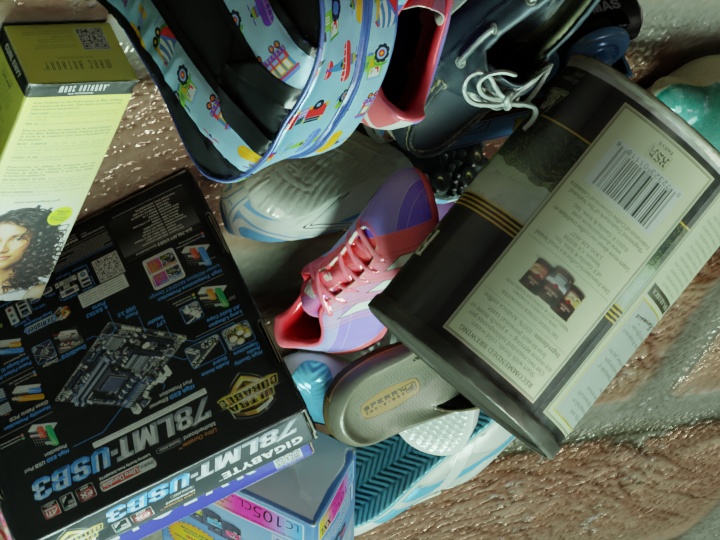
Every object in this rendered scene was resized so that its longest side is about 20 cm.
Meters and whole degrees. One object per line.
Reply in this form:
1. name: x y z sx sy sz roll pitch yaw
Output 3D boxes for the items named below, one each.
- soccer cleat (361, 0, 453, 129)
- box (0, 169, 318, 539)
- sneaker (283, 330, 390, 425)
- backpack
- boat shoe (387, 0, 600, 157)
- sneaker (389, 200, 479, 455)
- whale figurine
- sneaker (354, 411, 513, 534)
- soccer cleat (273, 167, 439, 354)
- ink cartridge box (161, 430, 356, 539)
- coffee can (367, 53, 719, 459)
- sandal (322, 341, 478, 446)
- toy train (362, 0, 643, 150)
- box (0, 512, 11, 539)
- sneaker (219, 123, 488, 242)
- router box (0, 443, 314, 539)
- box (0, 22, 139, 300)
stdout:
1. soccer cleat: 0.031 -0.179 1.462 0.068 0.073 0.202 8 98 -29
2. box: -0.155 0.062 1.625 0.199 0.199 0.050 -27 150 -4
3. sneaker: -0.018 0.069 1.825 0.076 0.081 0.200 14 175 9
4. backpack: -0.044 -0.152 1.394 0.134 0.201 0.183 1 138 -36
5. boat shoe: 0.084 -0.129 1.510 0.075 0.062 0.200 3 138 -45
6. sneaker: 0.065 0.027 1.812 0.114 0.072 0.202 -55 150 -50
7. whale figurine: 0.219 -0.070 1.820 0.199 0.104 0.160 -20 149 -14
8. sneaker: 0.042 0.152 2.023 0.199 0.077 0.081 -32 151 9
9. soccer cleat: 0.000 0.000 1.665 0.076 0.067 0.200 -11 158 -21
10. ink cartridge box: -0.076 0.183 1.918 0.077 0.136 0.201 -58 163 -29
11. coffee can: 0.122 -0.008 1.566 0.200 0.146 0.146 -50 149 -4
12. sandal: 0.068 0.060 1.724 0.199 0.055 0.082 -28 122 -10
13. toy train: 0.085 -0.130 1.647 0.199 0.087 0.115 -15 153 -22
14. box: -0.170 0.104 1.776 0.199 0.095 0.103 -21 149 -11
15. sneaker: -0.005 -0.063 1.701 0.199 0.072 0.072 -11 172 -32
16. router box: -0.156 0.081 1.672 0.199 0.180 0.049 -25 149 -3
17. box: -0.203 -0.061 1.551 0.075 0.050 0.201 -6 142 -32
